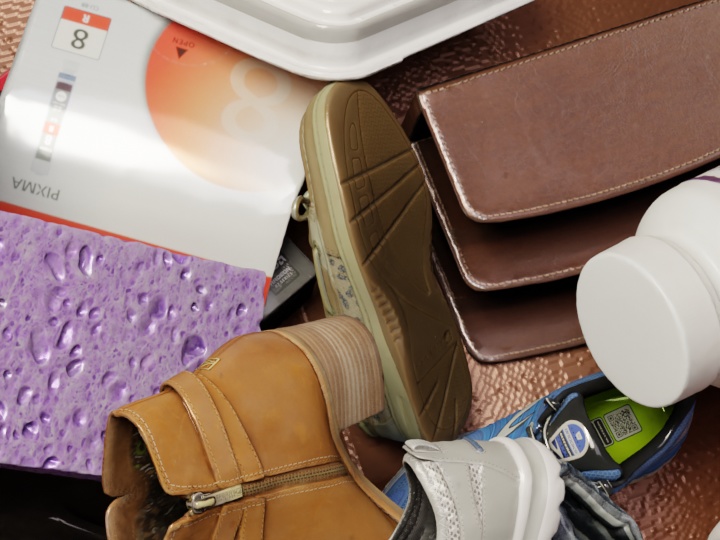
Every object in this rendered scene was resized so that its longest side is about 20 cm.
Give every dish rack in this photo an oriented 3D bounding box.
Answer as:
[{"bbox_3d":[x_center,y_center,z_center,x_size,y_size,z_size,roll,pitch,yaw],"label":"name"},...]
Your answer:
[{"bbox_3d":[-0.014,-0.170,1.159,0.171,0.044,0.200,26,35,31],"label":"dish rack"}]

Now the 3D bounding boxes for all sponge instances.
[{"bbox_3d":[-0.128,0.039,0.989,0.199,0.030,0.112,14,78,-45],"label":"sponge"}]

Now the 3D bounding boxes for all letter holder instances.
[{"bbox_3d":[0.137,-0.046,1.180,0.199,0.101,0.143,-18,76,-14],"label":"letter holder"}]

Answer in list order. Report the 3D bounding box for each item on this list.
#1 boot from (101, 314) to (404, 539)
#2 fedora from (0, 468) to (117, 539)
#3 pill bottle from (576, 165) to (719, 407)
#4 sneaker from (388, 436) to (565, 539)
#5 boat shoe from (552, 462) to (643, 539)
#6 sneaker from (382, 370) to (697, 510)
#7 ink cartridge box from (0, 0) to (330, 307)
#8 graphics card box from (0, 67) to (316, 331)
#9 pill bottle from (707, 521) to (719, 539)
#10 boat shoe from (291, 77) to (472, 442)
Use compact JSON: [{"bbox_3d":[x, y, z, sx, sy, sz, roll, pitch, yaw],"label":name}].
[{"bbox_3d":[-0.040,0.129,0.997,0.155,0.076,0.201,-22,110,-47],"label":"boot"},{"bbox_3d":[-0.148,0.156,1.067,0.199,0.090,0.178,-13,74,-20],"label":"fedora"},{"bbox_3d":[0.212,-0.005,1.110,0.199,0.112,0.113,-24,75,-28],"label":"pill bottle"},{"bbox_3d":[0.025,0.167,0.990,0.082,0.075,0.201,13,92,-23],"label":"sneaker"},{"bbox_3d":[0.116,0.186,1.060,0.200,0.091,0.071,52,34,-16],"label":"boat shoe"},{"bbox_3d":[0.090,0.099,1.125,0.199,0.089,0.079,-30,77,-15],"label":"sneaker"},{"bbox_3d":[-0.115,-0.039,1.111,0.161,0.050,0.201,16,63,-4],"label":"ink cartridge box"},{"bbox_3d":[-0.134,-0.024,1.157,0.125,0.051,0.200,-40,81,-19],"label":"graphics card box"},{"bbox_3d":[0.283,0.106,1.137,0.114,0.114,0.200,41,70,7],"label":"pill bottle"},{"bbox_3d":[0.000,0.000,1.110,0.073,0.062,0.201,-34,115,-48],"label":"boat shoe"}]
